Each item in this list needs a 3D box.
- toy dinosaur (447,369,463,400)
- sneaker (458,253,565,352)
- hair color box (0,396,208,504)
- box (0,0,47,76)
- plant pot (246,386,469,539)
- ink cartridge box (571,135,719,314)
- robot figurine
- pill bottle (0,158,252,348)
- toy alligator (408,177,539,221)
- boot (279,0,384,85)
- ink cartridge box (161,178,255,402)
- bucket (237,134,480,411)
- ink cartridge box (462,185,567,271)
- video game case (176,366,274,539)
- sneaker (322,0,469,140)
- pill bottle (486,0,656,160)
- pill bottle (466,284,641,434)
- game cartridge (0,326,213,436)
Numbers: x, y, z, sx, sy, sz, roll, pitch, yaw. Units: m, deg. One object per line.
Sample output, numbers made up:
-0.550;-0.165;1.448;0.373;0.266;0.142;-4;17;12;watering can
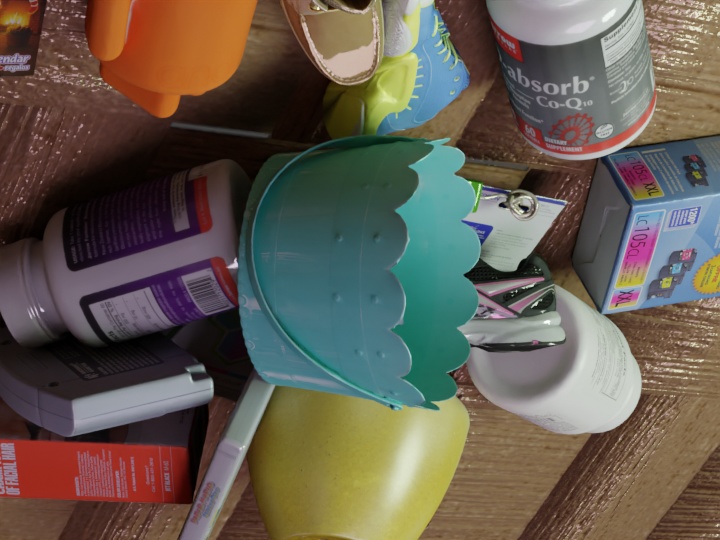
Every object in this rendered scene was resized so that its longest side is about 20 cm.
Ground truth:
0.031;0.104;1.976;0.105;0.061;0.200;17;150;-16;toy dinosaur
0.068;0.024;1.847;0.198;0.087;0.080;-1;172;-11;sneaker
-0.226;0.126;1.781;0.198;0.111;0.064;1;124;4;hair color box
-0.309;-0.192;1.506;0.198;0.039;0.137;-4;135;-23;box
-0.013;0.182;1.919;0.198;0.143;0.200;7;152;4;plant pot
0.297;-0.045;1.941;0.198;0.077;0.137;-10;138;-19;ink cartridge box
-0.124;-0.203;1.530;0.143;0.117;0.201;-2;136;-21;robot figurine
-0.174;-0.006;1.708;0.199;0.112;0.112;-16;141;11;pill bottle
0.056;-0.065;1.778;0.198;0.054;0.060;11;102;-13;toy alligator
-0.014;-0.195;1.521;0.072;0.156;0.201;-14;120;-5;boot
-0.089;0.013;1.822;0.103;0.060;0.200;19;124;-40;ink cartridge box
0.000;0.000;1.671;0.134;0.208;0.208;1;144;18;bucket
0.083;-0.006;1.904;0.099;0.039;0.200;10;130;-34;ink cartridge box
-0.097;0.132;1.767;0.023;0.201;0.183;23;129;-1;video game case
0.038;-0.177;1.682;0.104;0.076;0.201;-14;148;-31;sneaker
0.156;-0.187;1.683;0.115;0.116;0.201;-22;140;-2;pill bottle
0.177;0.083;1.968;0.114;0.115;0.200;-35;156;13;pill bottle
-0.210;0.077;1.727;0.132;0.200;0.041;-8;107;-25;game cartridge
